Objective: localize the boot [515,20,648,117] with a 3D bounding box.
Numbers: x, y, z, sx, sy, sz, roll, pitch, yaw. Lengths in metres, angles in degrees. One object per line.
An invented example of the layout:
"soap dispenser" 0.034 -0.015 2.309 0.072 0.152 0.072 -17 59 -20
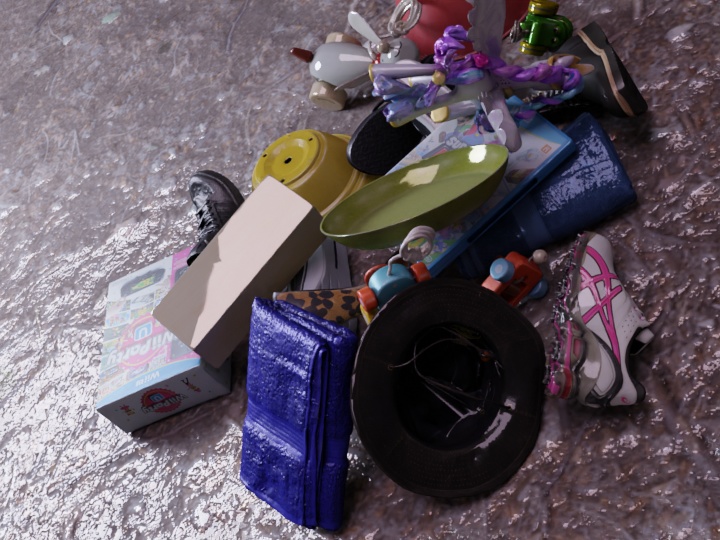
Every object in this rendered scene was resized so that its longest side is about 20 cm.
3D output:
"boot" 0.229 -0.188 1.217 0.138 0.077 0.200 -31 21 15

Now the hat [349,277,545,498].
"hat" 0.076 0.111 1.044 0.201 0.201 0.081 -50 2 -12

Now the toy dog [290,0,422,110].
"toy dog" -0.016 -0.275 1.407 0.200 0.096 0.132 -30 50 47

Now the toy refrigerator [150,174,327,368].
"toy refrigerator" -0.127 0.002 1.212 0.076 0.070 0.200 35 82 29

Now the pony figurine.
"pony figurine" 0.115 -0.192 1.104 0.200 0.193 0.167 -5 91 27

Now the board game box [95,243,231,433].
"board game box" -0.230 0.077 1.319 0.147 0.064 0.200 -23 44 17

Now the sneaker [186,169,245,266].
"sneaker" -0.168 -0.035 1.311 0.200 0.104 0.060 51 131 15

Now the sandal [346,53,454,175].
"sandal" 0.049 -0.187 1.355 0.045 0.075 0.200 0 44 53

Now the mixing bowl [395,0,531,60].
"mixing bowl" 0.120 -0.379 1.442 0.200 0.108 0.200 -20 45 21

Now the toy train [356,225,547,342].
"toy train" 0.083 0.010 1.079 0.150 0.200 0.056 -53 43 21

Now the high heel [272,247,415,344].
"high heel" 0.000 0.000 1.159 0.071 0.143 0.200 -21 39 59

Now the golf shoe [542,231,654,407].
"golf shoe" 0.224 0.047 1.030 0.092 0.073 0.200 12 49 3

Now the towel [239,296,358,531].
"towel" -0.068 0.138 1.071 0.148 0.050 0.200 20 110 44

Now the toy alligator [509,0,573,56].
"toy alligator" 0.215 -0.278 1.285 0.054 0.059 0.200 15 20 12

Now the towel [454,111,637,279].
"towel" 0.180 -0.075 1.159 0.200 0.049 0.112 -27 58 12

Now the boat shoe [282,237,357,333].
"boat shoe" -0.051 0.034 1.236 0.071 0.072 0.200 -33 34 28

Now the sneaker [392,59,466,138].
"sneaker" 0.117 -0.160 1.279 0.073 0.112 0.200 -43 75 9

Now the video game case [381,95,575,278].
"video game case" 0.108 -0.101 1.169 0.200 0.018 0.143 -42 48 0

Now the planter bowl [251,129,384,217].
"planter bowl" -0.070 -0.112 1.358 0.200 0.083 0.201 -19 45 20

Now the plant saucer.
"plant saucer" 0.057 -0.069 1.092 0.200 0.031 0.200 -21 17 7
